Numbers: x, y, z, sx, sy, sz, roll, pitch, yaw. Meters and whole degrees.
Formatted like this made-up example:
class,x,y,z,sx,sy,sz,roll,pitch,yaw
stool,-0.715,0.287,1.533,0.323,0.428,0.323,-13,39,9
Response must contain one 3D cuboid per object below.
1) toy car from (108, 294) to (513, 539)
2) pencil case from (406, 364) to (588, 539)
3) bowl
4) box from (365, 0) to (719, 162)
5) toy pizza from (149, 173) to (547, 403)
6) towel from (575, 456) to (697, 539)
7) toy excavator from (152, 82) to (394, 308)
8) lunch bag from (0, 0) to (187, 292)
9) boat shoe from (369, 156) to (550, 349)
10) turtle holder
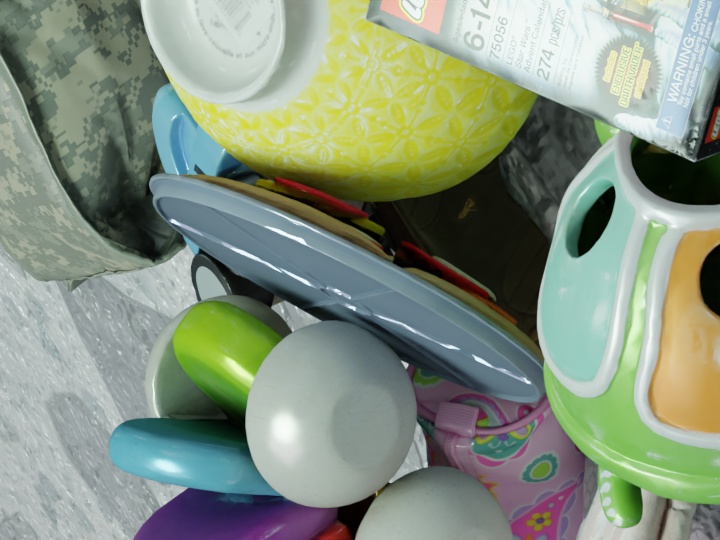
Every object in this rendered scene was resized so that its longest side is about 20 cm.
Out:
class,x,y,z,sx,sy,sz,roll,pitch,yaw
toy car,-0.040,0.113,1.185,0.201,0.150,0.175,56,161,-23
pencil case,0.076,0.119,1.278,0.087,0.087,0.201,32,148,38
bowl,-0.027,-0.118,1.054,0.199,0.107,0.202,13,110,37
box,0.088,-0.155,0.839,0.136,0.040,0.201,25,113,27
toy pizza,0.000,0.000,1.106,0.199,0.032,0.200,27,171,5
towel,0.113,0.118,1.113,0.032,0.192,0.200,16,148,0
toy excavator,-0.066,-0.096,1.266,0.201,0.099,0.195,54,155,20
lunch bag,-0.171,-0.088,1.418,0.164,0.117,0.201,-7,111,61
boat shoe,0.027,-0.045,1.179,0.067,0.072,0.201,11,134,53
turtle holder,0.140,-0.002,0.977,0.140,0.186,0.133,6,129,20
